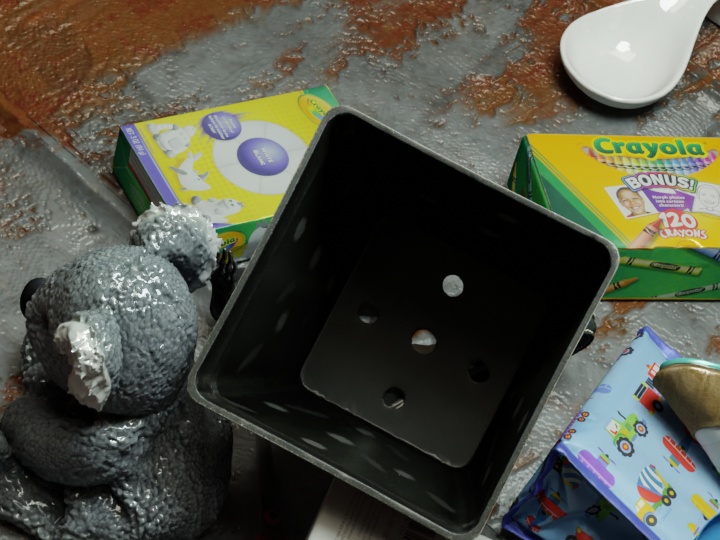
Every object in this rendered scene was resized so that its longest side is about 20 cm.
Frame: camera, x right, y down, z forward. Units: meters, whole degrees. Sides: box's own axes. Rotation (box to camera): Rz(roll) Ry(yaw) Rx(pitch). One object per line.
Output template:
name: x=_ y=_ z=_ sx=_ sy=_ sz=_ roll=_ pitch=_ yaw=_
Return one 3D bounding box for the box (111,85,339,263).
box: x=-0.066 y=-0.069 z=1.855 sx=0.199 sy=0.049 sz=0.118 roll=-13 pitch=52 yaw=-29

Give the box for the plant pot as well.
plant pot: x=0.032 y=0.039 z=1.606 sx=0.199 sy=0.177 sz=0.200 roll=27 pitch=87 yaw=7

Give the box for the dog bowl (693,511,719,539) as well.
dog bowl: x=0.276 y=0.236 z=1.613 sx=0.200 sy=0.050 sz=0.112 roll=37 pitch=55 yaw=-7

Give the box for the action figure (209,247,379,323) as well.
action figure: x=0.000 y=0.000 z=1.766 sx=0.199 sy=0.102 sz=0.119 roll=-20 pitch=70 yaw=-32

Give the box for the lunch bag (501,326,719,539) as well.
lunch bag: x=0.220 y=0.160 z=1.697 sx=0.200 sy=0.094 sz=0.151 roll=37 pitch=44 yaw=7

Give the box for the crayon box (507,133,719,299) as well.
crayon box: x=0.220 y=-0.040 z=1.903 sx=0.199 sy=0.058 sz=0.119 roll=0 pitch=47 yaw=-17

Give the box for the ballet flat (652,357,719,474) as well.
ballet flat: x=0.273 y=0.115 z=1.689 sx=0.199 sy=0.068 sz=0.073 roll=20 pitch=67 yaw=-35

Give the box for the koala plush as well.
koala plush: x=-0.152 y=0.060 z=1.590 sx=0.183 sy=0.201 sz=0.177 roll=28 pitch=45 yaw=11

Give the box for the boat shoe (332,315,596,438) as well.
boat shoe: x=0.080 y=0.077 z=1.735 sx=0.198 sy=0.075 sz=0.066 roll=-13 pitch=61 yaw=-24

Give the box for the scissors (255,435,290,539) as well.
scissors: x=-0.051 y=0.172 z=1.647 sx=0.073 sy=0.014 sz=0.201 roll=14 pitch=43 yaw=-2

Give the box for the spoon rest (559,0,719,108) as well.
spoon rest: x=0.239 y=-0.190 z=2.057 sx=0.099 sy=0.061 sz=0.200 roll=39 pitch=47 yaw=22

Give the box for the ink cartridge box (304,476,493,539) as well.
ink cartridge box: x=0.044 y=0.233 z=1.555 sx=0.199 sy=0.085 sz=0.146 roll=25 pitch=45 yaw=1
